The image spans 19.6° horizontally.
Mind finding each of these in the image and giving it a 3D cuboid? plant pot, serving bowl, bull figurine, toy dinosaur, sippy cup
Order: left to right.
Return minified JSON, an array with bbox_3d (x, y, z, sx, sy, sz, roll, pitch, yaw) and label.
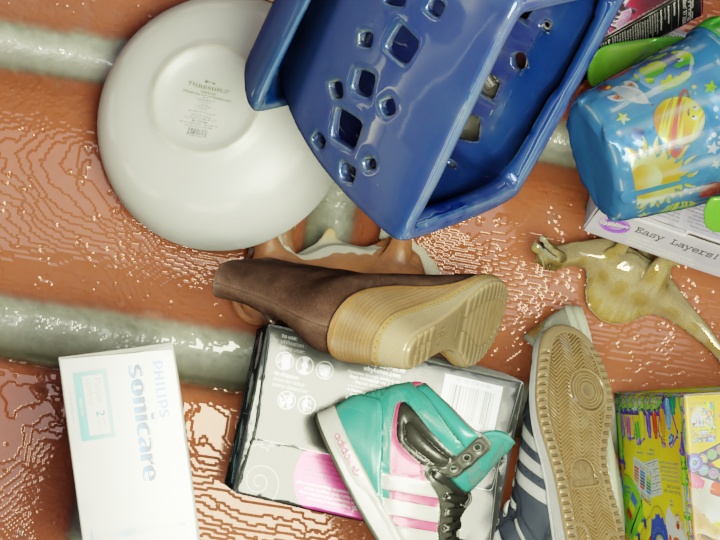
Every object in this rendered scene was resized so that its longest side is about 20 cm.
[{"bbox_3d":[-0.109,-0.119,1.573,0.198,0.066,0.202,-2,77,9],"label":"serving bowl"},{"bbox_3d":[0.000,0.000,1.612,0.198,0.065,0.123,4,83,-9],"label":"bull figurine"},{"bbox_3d":[0.044,-0.161,1.470,0.179,0.200,0.201,36,117,17],"label":"plant pot"},{"bbox_3d":[0.228,0.002,1.655,0.199,0.058,0.102,29,97,-11],"label":"toy dinosaur"},{"bbox_3d":[0.226,-0.100,1.522,0.129,0.178,0.141,-20,98,-11],"label":"sippy cup"}]

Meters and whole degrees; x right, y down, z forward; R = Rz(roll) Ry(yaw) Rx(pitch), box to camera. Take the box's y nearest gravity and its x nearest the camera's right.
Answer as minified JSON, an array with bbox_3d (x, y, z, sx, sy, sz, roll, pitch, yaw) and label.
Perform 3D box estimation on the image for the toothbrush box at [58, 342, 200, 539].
[{"bbox_3d":[-0.168,0.130,1.515,0.085,0.200,0.148,-8,89,-8],"label":"toothbrush box"}]

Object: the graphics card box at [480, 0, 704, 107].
[{"bbox_3d":[0.152,-0.207,1.625,0.199,0.051,0.126,-30,63,-6],"label":"graphics card box"}]

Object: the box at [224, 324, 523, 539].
[{"bbox_3d":[0.007,0.123,1.581,0.198,0.115,0.133,13,84,-8],"label":"box"}]

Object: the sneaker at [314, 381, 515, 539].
[{"bbox_3d":[0.065,0.163,1.491,0.120,0.084,0.201,-29,90,1],"label":"sneaker"}]

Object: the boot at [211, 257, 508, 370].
[{"bbox_3d":[0.005,0.016,1.529,0.165,0.200,0.073,21,106,25],"label":"boot"}]

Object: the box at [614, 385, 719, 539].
[{"bbox_3d":[0.277,0.185,1.569,0.121,0.200,0.194,-3,88,-8],"label":"box"}]

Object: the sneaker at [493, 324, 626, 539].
[{"bbox_3d":[0.139,0.148,1.569,0.070,0.108,0.202,3,72,-29],"label":"sneaker"}]

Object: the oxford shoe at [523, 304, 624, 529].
[{"bbox_3d":[0.168,0.129,1.625,0.057,0.075,0.202,-13,87,3],"label":"oxford shoe"}]

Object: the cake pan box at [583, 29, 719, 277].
[{"bbox_3d":[0.277,-0.088,1.625,0.199,0.052,0.185,17,59,-7],"label":"cake pan box"}]
